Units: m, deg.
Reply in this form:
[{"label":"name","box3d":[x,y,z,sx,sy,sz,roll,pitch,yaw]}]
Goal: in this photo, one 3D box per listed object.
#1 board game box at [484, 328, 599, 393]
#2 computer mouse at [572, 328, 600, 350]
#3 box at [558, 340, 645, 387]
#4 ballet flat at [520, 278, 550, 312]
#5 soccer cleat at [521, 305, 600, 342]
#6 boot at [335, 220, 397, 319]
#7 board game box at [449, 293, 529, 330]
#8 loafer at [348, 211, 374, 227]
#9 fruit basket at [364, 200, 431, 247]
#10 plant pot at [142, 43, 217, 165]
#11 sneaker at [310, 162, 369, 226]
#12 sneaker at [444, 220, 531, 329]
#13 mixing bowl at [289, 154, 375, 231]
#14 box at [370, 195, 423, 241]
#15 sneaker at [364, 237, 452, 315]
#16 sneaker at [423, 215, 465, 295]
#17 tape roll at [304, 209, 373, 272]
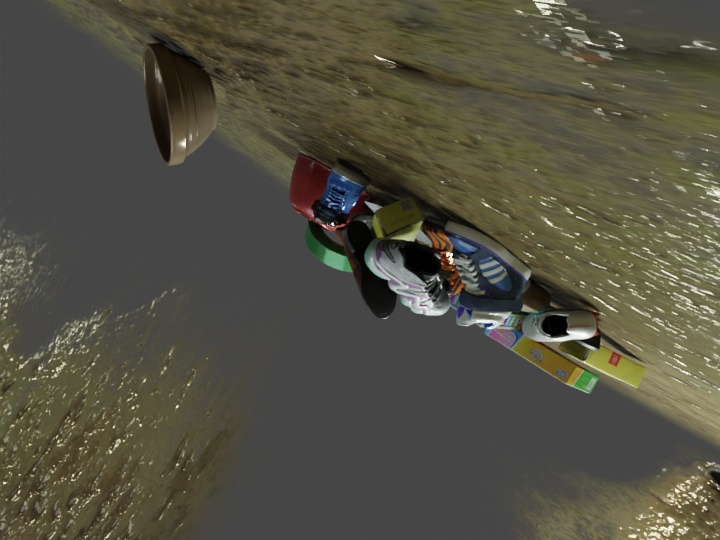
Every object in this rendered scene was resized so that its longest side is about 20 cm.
[{"label":"board game box","box3d":[0.366,0.171,1.552,0.200,0.040,0.153,32,-176,35]},{"label":"computer mouse","box3d":[0.400,0.090,1.515,0.140,0.046,0.200,27,-170,-1]},{"label":"box","box3d":[0.520,0.190,1.652,0.200,0.050,0.075,26,-179,-30]},{"label":"ballet flat","box3d":[0.276,0.019,1.465,0.072,0.068,0.200,55,169,-33]},{"label":"soccer cleat","box3d":[0.349,0.099,1.413,0.085,0.069,0.200,0,177,-26]},{"label":"boot","box3d":[0.000,0.000,1.458,0.188,0.068,0.200,63,170,-2]},{"label":"board game box","box3d":[0.256,0.071,1.530,0.200,0.034,0.134,8,-160,-46]},{"label":"loafer","box3d":[0.036,-0.090,1.683,0.070,0.075,0.200,39,-163,36]},{"label":"fruit basket","box3d":[0.116,-0.067,1.562,0.200,0.094,0.185,50,169,-29]},{"label":"plant pot","box3d":[-0.299,-0.282,1.295,0.093,0.201,0.201,-13,-161,-22]},{"label":"sneaker","box3d":[-0.043,-0.136,1.463,0.077,0.111,0.200,31,178,-2]},{"label":"sneaker","box3d":[0.191,0.021,1.303,0.200,0.147,0.081,31,178,-31]},{"label":"mixing bowl","box3d":[-0.079,-0.155,1.672,0.200,0.108,0.200,31,179,0]},{"label":"box","box3d":[0.060,-0.069,1.392,0.200,0.075,0.050,100,146,-75]},{"label":"sneaker","box3d":[0.113,0.015,1.292,0.200,0.078,0.140,36,158,-30]},{"label":"sneaker","box3d":[0.157,-0.017,1.385,0.078,0.112,0.200,29,178,41]},{"label":"tape roll","box3d":[-0.026,-0.082,1.760,0.200,0.048,0.200,10,-138,-9]}]
